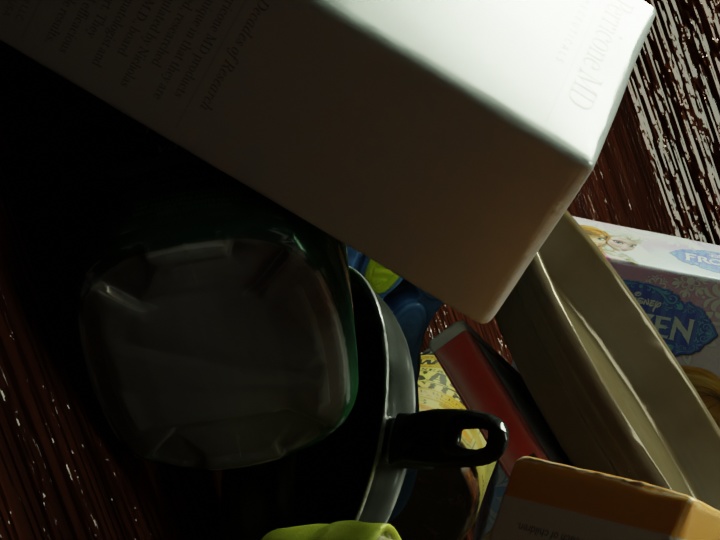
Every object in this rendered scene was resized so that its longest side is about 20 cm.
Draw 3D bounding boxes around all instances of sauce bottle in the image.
[{"bbox_3d":[0.026,0.070,1.208,0.200,0.066,0.066,-62,133,-78],"label":"sauce bottle"}]

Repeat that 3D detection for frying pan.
[{"bbox_3d":[0.005,0.040,0.919,0.031,0.190,0.115,14,60,-26],"label":"frying pan"}]

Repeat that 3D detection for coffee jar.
[{"bbox_3d":[-0.050,-0.039,0.938,0.200,0.085,0.104,-96,176,-47],"label":"coffee jar"}]

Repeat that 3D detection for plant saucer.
[{"bbox_3d":[0.101,0.056,1.059,0.200,0.029,0.200,53,13,-18],"label":"plant saucer"}]

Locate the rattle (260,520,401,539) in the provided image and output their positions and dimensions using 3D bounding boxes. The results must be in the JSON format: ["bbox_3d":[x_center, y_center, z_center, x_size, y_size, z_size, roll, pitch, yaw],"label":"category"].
[{"bbox_3d":[0.003,0.184,0.883,0.143,0.130,0.200,-83,177,-48],"label":"rattle"}]

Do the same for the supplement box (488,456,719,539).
[{"bbox_3d":[0.074,0.169,0.817,0.126,0.073,0.200,27,79,-40],"label":"supplement box"}]

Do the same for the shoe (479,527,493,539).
[{"bbox_3d":[0.076,0.150,1.010,0.200,0.053,0.070,48,5,-46],"label":"shoe"}]

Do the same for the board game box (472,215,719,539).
[{"bbox_3d":[0.157,0.088,1.270,0.041,0.200,0.200,-81,-179,-65],"label":"board game box"}]

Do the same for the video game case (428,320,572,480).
[{"bbox_3d":[0.100,0.119,1.010,0.200,0.017,0.143,59,9,33],"label":"video game case"}]

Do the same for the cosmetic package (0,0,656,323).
[{"bbox_3d":[-0.022,-0.082,0.857,0.200,0.071,0.101,31,36,-3],"label":"cosmetic package"}]

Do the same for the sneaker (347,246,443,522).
[{"bbox_3d":[0.000,0.000,1.042,0.083,0.071,0.200,-116,-145,-54],"label":"sneaker"}]
